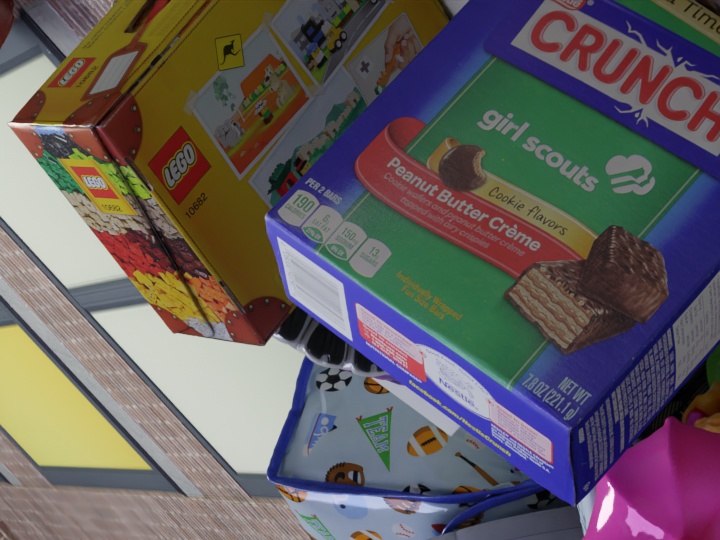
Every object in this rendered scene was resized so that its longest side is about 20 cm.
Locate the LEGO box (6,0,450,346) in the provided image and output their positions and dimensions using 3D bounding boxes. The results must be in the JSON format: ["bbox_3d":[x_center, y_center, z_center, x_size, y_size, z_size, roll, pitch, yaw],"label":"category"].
[{"bbox_3d":[-0.052,-0.086,1.272,0.077,0.200,0.149,6,139,50],"label":"LEGO box"}]

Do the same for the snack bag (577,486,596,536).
[{"bbox_3d":[0.111,0.076,1.292,0.189,0.021,0.201,75,-176,-47],"label":"snack bag"}]

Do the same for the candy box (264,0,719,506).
[{"bbox_3d":[0.088,-0.030,1.107,0.169,0.200,0.077,35,158,22],"label":"candy box"}]

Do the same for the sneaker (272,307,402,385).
[{"bbox_3d":[0.005,0.032,1.382,0.199,0.081,0.083,26,158,-28],"label":"sneaker"}]

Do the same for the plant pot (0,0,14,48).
[{"bbox_3d":[-0.349,-0.188,1.726,0.195,0.201,0.201,43,164,-24],"label":"plant pot"}]

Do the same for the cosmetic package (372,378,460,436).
[{"bbox_3d":[0.000,0.000,1.495,0.200,0.083,0.051,36,146,-1],"label":"cosmetic package"}]

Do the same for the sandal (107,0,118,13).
[{"bbox_3d":[-0.114,-0.121,1.407,0.078,0.069,0.212,61,-179,-39],"label":"sandal"}]

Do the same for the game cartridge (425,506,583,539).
[{"bbox_3d":[0.124,0.189,1.574,0.134,0.199,0.041,75,-173,-60],"label":"game cartridge"}]

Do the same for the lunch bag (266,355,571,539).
[{"bbox_3d":[0.062,0.146,1.644,0.199,0.124,0.170,5,149,20],"label":"lunch bag"}]

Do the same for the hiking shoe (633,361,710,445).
[{"bbox_3d":[0.173,0.067,1.334,0.200,0.076,0.101,28,159,42],"label":"hiking shoe"}]

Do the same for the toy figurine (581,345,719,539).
[{"bbox_3d":[0.165,0.086,1.162,0.150,0.184,0.200,44,149,5],"label":"toy figurine"}]
